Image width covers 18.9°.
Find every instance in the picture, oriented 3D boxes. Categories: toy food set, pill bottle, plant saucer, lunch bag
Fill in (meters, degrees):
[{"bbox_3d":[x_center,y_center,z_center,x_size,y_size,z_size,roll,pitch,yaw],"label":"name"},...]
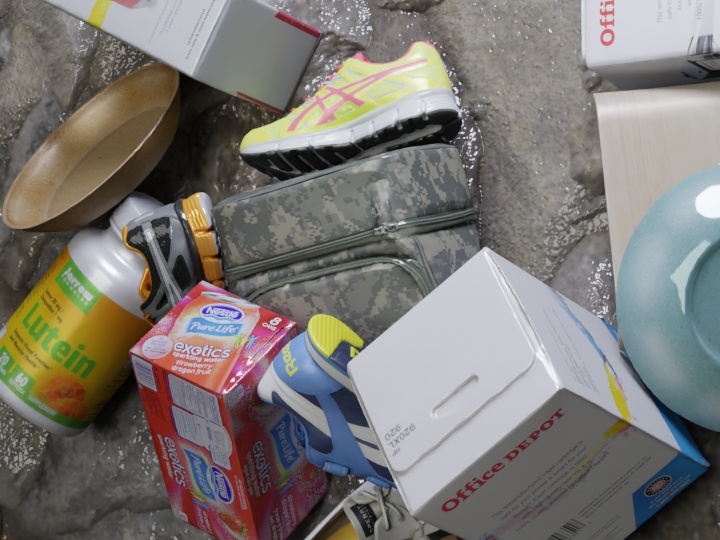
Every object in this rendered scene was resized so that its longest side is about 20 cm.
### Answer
[{"bbox_3d":[0.253,-0.046,1.612,0.143,0.060,0.201,-5,79,2],"label":"toy food set"},{"bbox_3d":[-0.224,0.034,1.850,0.111,0.111,0.200,46,104,28],"label":"pill bottle"},{"bbox_3d":[-0.224,-0.098,1.869,0.200,0.035,0.200,-32,27,18],"label":"plant saucer"},{"bbox_3d":[0.000,0.000,1.721,0.199,0.139,0.168,-14,91,28],"label":"lunch bag"},{"bbox_3d":[0.285,0.021,1.548,0.200,0.039,0.202,0,93,1],"label":"plant saucer"}]

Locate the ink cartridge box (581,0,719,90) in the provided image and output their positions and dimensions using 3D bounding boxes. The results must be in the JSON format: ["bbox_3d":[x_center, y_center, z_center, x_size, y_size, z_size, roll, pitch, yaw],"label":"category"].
[{"bbox_3d":[0.274,-0.223,1.625,0.199,0.086,0.147,-5,78,30],"label":"ink cartridge box"}]

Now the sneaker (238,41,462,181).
[{"bbox_3d":[-0.010,-0.132,1.786,0.199,0.078,0.091,-14,66,21],"label":"sneaker"}]

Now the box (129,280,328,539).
[{"bbox_3d":[-0.101,0.121,1.710,0.099,0.200,0.095,23,51,31],"label":"box"}]

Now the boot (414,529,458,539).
[{"bbox_3d":[0.040,0.299,1.669,0.139,0.077,0.200,57,132,20],"label":"boot"}]

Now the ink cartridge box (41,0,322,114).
[{"bbox_3d":[-0.157,-0.219,1.839,0.200,0.145,0.084,29,97,31],"label":"ink cartridge box"}]

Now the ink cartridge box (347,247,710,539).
[{"bbox_3d":[0.120,0.108,1.571,0.147,0.200,0.145,-42,48,17],"label":"ink cartridge box"}]

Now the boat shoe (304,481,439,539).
[{"bbox_3d":[0.016,0.197,1.706,0.200,0.070,0.071,-37,66,16],"label":"boat shoe"}]

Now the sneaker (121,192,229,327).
[{"bbox_3d":[-0.144,0.030,1.782,0.077,0.078,0.201,-11,117,-3],"label":"sneaker"}]

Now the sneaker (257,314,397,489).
[{"bbox_3d":[0.005,0.123,1.638,0.082,0.074,0.200,-37,108,18],"label":"sneaker"}]
